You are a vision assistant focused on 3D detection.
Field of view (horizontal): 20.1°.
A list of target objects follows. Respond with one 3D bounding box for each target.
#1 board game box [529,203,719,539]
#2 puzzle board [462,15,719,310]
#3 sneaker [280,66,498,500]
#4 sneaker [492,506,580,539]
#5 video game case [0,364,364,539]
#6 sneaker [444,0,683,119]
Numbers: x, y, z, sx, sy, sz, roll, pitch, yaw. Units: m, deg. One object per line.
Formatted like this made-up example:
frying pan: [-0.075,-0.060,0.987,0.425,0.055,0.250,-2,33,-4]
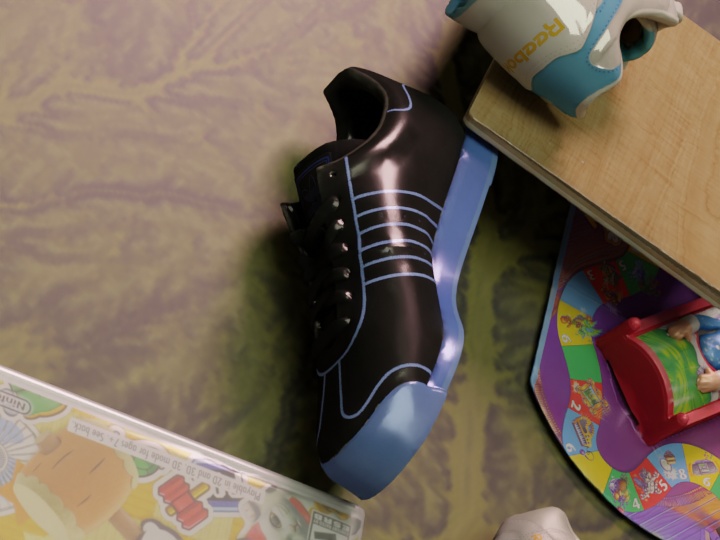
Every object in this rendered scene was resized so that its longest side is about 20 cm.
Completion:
board game box: [0.163,0.031,0.938,0.158,0.039,0.200,29,53,-16]
puzzle board: [0.132,-0.074,0.962,0.151,0.017,0.200,35,37,-5]
sneaker: [0.000,0.000,0.839,0.078,0.070,0.200,30,45,-17]
sneaker: [0.132,0.163,0.832,0.200,0.076,0.092,33,48,-14]
video game case: [-0.101,0.135,0.731,0.200,0.023,0.182,24,55,-20]
sneaker: [0.112,-0.138,0.947,0.081,0.077,0.200,46,43,-4]
